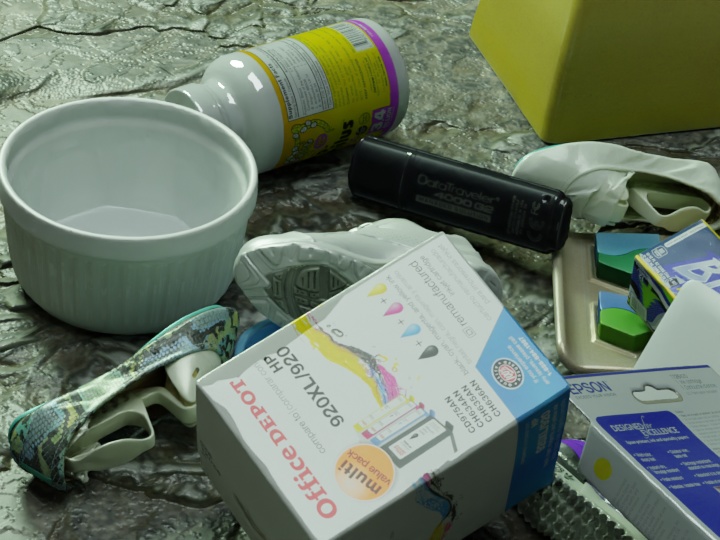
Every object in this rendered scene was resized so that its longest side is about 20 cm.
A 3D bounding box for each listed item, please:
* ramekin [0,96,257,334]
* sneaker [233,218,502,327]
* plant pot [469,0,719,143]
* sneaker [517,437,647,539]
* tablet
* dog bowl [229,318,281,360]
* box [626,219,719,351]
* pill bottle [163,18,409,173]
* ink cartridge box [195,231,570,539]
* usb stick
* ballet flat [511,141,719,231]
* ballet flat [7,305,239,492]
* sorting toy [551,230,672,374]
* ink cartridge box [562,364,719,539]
[{"bbox_3d":[-0.181,-0.038,1.815,0.199,0.105,0.200,4,36,-3],"label":"ramekin"},{"bbox_3d":[0.000,0.000,1.747,0.199,0.078,0.099,7,28,-15],"label":"sneaker"},{"bbox_3d":[0.232,-0.250,2.115,0.199,0.177,0.200,-7,37,-18],"label":"plant pot"},{"bbox_3d":[0.195,0.175,1.612,0.099,0.070,0.200,-14,41,-30],"label":"sneaker"},{"bbox_3d":[0.279,0.107,1.684,0.200,0.130,0.014,35,10,33],"label":"tablet"},{"bbox_3d":[-0.017,0.064,1.748,0.200,0.050,0.111,-26,47,-37],"label":"dog bowl"},{"bbox_3d":[0.287,0.059,1.751,0.070,0.064,0.200,-27,59,-20],"label":"box"},{"bbox_3d":[-0.064,-0.142,1.979,0.200,0.104,0.104,-19,43,-31],"label":"pill bottle"},{"bbox_3d":[0.011,0.106,1.543,0.200,0.145,0.147,-31,66,-17],"label":"ink cartridge box"},{"bbox_3d":[0.079,-0.063,1.919,0.200,0.056,0.033,18,14,26],"label":"usb stick"},{"bbox_3d":[0.221,-0.064,1.932,0.199,0.070,0.069,4,33,-28],"label":"ballet flat"},{"bbox_3d":[-0.152,0.096,1.661,0.200,0.074,0.074,-32,49,-24],"label":"ballet flat"},{"bbox_3d":[0.252,0.022,1.861,0.199,0.037,0.185,6,35,-1],"label":"sorting toy"},{"bbox_3d":[0.239,0.144,1.574,0.197,0.047,0.200,-1,36,-48],"label":"ink cartridge box"}]
